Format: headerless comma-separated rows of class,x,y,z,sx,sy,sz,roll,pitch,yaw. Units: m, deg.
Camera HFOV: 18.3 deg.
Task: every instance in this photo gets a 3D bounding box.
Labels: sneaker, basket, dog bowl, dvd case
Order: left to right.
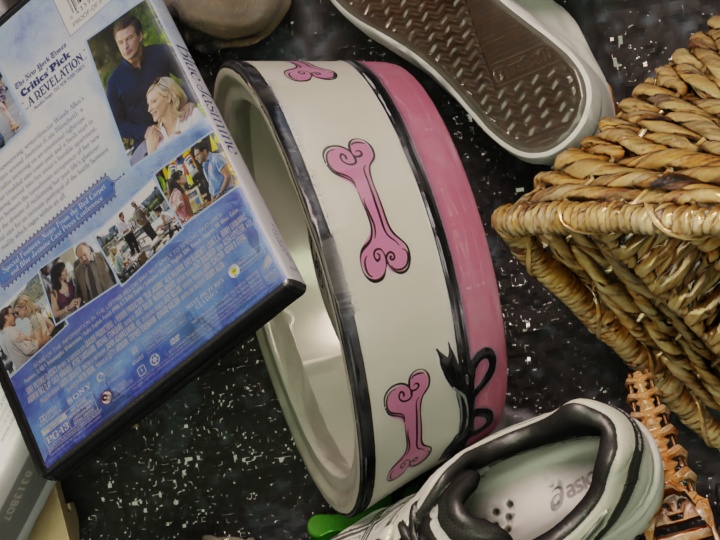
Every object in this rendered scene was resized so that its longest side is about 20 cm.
dvd case,-0.117,-0.031,0.952,0.143,0.018,0.200,-38,62,19
dog bowl,0.000,0.000,0.961,0.073,0.200,0.201,-16,92,-12
sneaker,0.029,0.113,0.914,0.200,0.088,0.076,-36,68,1
sneaker,0.044,-0.117,1.013,0.073,0.085,0.200,-42,67,15
basket,0.180,0.015,0.927,0.149,0.143,0.200,-42,124,6

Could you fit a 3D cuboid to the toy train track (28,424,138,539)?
toy train track,-0.165,0.035,1.055,0.114,0.033,0.201,-15,86,13

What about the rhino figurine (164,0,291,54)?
rhino figurine,-0.074,-0.194,1.017,0.087,0.060,0.201,-1,91,-1

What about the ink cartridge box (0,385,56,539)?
ink cartridge box,-0.202,0.017,1.036,0.200,0.057,0.163,31,97,34

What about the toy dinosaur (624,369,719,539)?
toy dinosaur,0.154,0.147,0.975,0.102,0.136,0.201,6,93,6

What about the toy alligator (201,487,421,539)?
toy alligator,0.020,0.122,1.031,0.199,0.059,0.054,6,58,21
